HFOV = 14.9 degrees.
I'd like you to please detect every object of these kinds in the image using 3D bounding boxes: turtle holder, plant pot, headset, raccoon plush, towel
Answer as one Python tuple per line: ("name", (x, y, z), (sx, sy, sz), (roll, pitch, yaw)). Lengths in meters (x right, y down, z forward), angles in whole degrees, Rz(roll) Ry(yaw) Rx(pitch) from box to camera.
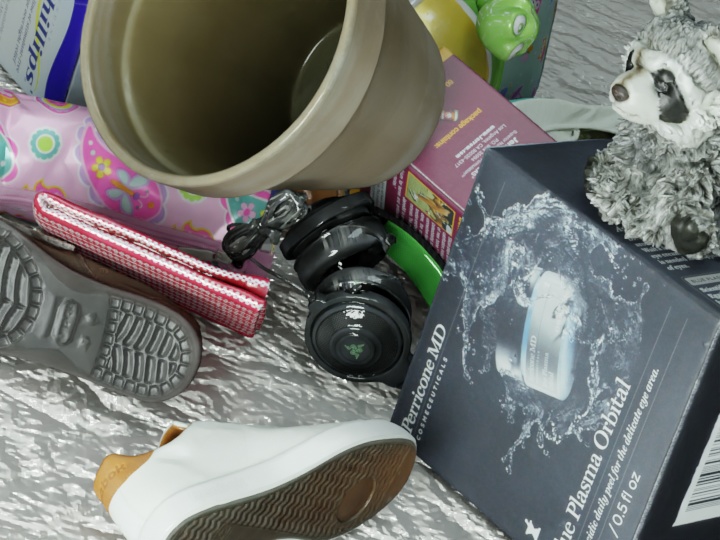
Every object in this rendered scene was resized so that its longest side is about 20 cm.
("turtle holder", (0.035, -0.136, 1.891), (0.185, 0.142, 0.132), (10, 25, 18))
("plant pot", (-0.041, -0.128, 1.662), (0.200, 0.200, 0.173), (37, 9, 34))
("headset", (0.000, 0.000, 1.677), (0.200, 0.094, 0.124), (17, 45, -41))
("raccoon plush", (0.199, -0.093, 1.523), (0.097, 0.134, 0.200), (29, 27, 25))
("towel", (-0.120, -0.004, 1.596), (0.144, 0.023, 0.200), (24, -6, -1))

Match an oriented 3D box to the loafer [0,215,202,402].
("loafer", (-0.177, 0.021, 1.579), (0.199, 0.073, 0.071), (27, 8, 12))

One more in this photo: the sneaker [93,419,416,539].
("sneaker", (-0.056, 0.102, 1.475), (0.199, 0.073, 0.085), (-9, 39, -45))

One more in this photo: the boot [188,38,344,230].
("boot", (-0.086, -0.109, 1.785), (0.201, 0.076, 0.155), (64, 10, 2))

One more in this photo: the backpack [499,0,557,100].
("backpack", (0.059, -0.197, 2.084), (0.153, 0.176, 0.200), (29, 29, 30))

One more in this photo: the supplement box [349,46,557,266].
("supplement box", (0.091, -0.032, 1.762), (0.086, 0.111, 0.200), (-40, 68, -22))

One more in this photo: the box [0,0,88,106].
("box", (-0.169, -0.188, 1.973), (0.183, 0.105, 0.200), (1, 31, -36))

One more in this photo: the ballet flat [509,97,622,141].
("ballet flat", (0.157, -0.092, 2.084), (0.199, 0.070, 0.069), (-3, 32, -43))

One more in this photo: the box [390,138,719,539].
("box", (0.142, 0.057, 1.573), (0.117, 0.197, 0.200), (-6, 34, -42))

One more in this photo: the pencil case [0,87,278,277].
("pencil case", (-0.148, -0.051, 1.723), (0.199, 0.088, 0.088), (16, 24, -11))
